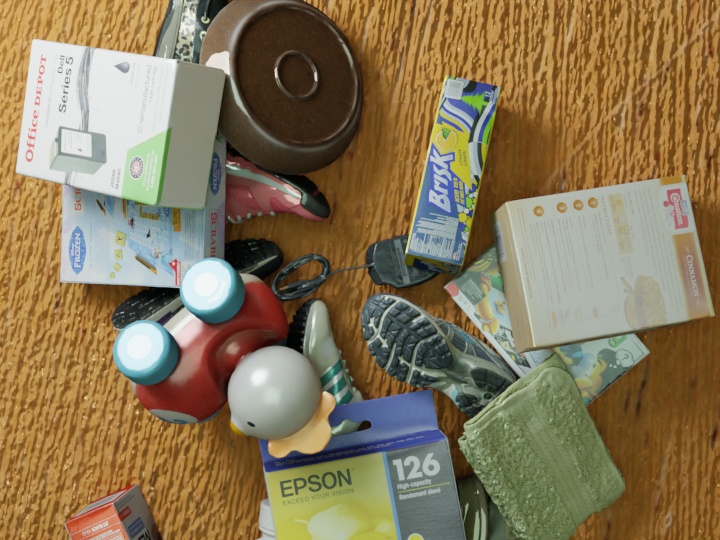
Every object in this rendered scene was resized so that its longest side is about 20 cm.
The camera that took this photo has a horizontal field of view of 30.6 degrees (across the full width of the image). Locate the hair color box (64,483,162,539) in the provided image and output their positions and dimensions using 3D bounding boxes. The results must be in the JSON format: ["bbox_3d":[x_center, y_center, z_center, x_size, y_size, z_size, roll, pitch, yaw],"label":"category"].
[{"bbox_3d":[-0.242,0.344,1.436,0.064,0.111,0.200,-23,91,4],"label":"hair color box"}]

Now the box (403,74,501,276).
[{"bbox_3d":[0.098,-0.101,1.405,0.064,0.070,0.200,13,80,3],"label":"box"}]

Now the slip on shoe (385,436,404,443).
[{"bbox_3d":[0.023,0.275,1.443,0.076,0.061,0.201,5,95,-16],"label":"slip on shoe"}]

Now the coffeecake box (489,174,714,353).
[{"bbox_3d":[0.253,-0.006,1.384,0.199,0.073,0.154,-9,83,-9],"label":"coffeecake box"}]

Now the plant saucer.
[{"bbox_3d":[-0.074,-0.203,1.391,0.200,0.034,0.201,8,76,-32],"label":"plant saucer"}]

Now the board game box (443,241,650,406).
[{"bbox_3d":[0.202,0.053,1.438,0.126,0.035,0.200,-41,89,3],"label":"board game box"}]

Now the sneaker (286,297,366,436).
[{"bbox_3d":[-0.032,0.131,1.448,0.093,0.070,0.200,2,86,-19],"label":"sneaker"}]

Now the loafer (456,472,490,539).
[{"bbox_3d":[0.095,0.317,1.431,0.067,0.076,0.201,10,92,-3],"label":"loafer"}]

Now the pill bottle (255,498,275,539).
[{"bbox_3d":[-0.074,0.352,1.425,0.111,0.111,0.201,4,92,3],"label":"pill bottle"}]

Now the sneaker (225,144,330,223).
[{"bbox_3d":[-0.129,-0.082,1.446,0.200,0.074,0.087,22,102,10],"label":"sneaker"}]

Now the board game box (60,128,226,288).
[{"bbox_3d":[-0.235,-0.083,1.418,0.199,0.041,0.201,3,92,30],"label":"board game box"}]

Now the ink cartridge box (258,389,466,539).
[{"bbox_3d":[0.003,0.237,1.371,0.197,0.047,0.201,-10,84,-9],"label":"ink cartridge box"}]

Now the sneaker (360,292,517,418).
[{"bbox_3d":[0.085,0.090,1.420,0.200,0.086,0.078,37,109,-7],"label":"sneaker"}]

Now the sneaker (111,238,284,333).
[{"bbox_3d":[-0.169,0.039,1.455,0.200,0.076,0.088,-28,120,-4],"label":"sneaker"}]

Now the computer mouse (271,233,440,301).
[{"bbox_3d":[0.000,0.000,1.443,0.199,0.034,0.059,-10,81,-1],"label":"computer mouse"}]

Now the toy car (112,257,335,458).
[{"bbox_3d":[-0.116,0.121,1.332,0.177,0.184,0.200,-43,65,-5],"label":"toy car"}]

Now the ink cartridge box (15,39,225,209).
[{"bbox_3d":[-0.249,-0.151,1.351,0.200,0.084,0.146,13,97,31],"label":"ink cartridge box"}]

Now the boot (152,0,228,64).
[{"bbox_3d":[-0.136,-0.265,1.438,0.153,0.073,0.204,18,77,-11],"label":"boot"}]

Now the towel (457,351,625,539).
[{"bbox_3d":[0.195,0.201,1.389,0.148,0.036,0.200,-37,116,-17],"label":"towel"}]

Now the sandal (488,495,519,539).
[{"bbox_3d":[0.169,0.327,1.437,0.081,0.055,0.201,4,92,4],"label":"sandal"}]
